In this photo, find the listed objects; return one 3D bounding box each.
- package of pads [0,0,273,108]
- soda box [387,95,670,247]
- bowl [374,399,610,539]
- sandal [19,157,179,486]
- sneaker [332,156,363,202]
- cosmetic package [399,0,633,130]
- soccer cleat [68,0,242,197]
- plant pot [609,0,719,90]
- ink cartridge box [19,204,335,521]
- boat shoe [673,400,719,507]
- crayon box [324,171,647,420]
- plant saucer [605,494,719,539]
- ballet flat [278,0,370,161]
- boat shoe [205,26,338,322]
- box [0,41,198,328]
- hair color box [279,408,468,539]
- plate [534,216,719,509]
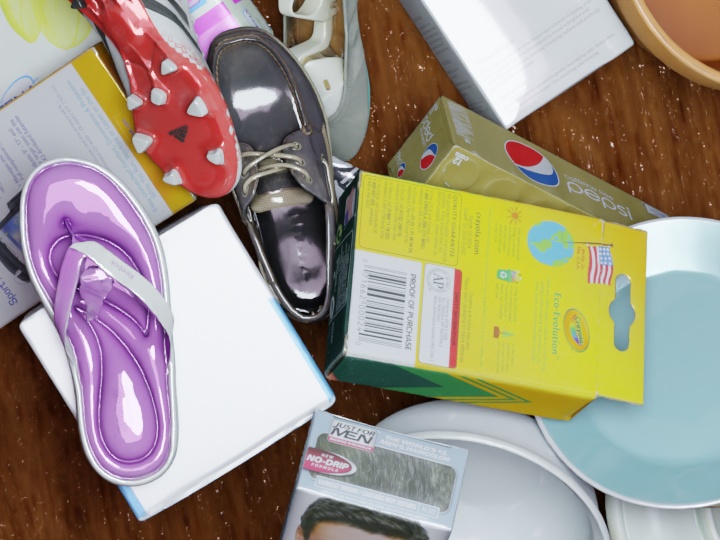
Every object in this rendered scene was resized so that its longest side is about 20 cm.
[{"bbox_3d":[-0.182,-0.162,1.716,0.200,0.068,0.155,-34,93,11],"label":"package of pads"},{"bbox_3d":[0.118,-0.036,1.738,0.200,0.064,0.068,26,118,-24],"label":"soda box"},{"bbox_3d":[0.074,0.151,1.740,0.201,0.201,0.090,23,43,-6],"label":"bowl"},{"bbox_3d":[-0.148,0.029,1.552,0.082,0.050,0.203,-17,93,-5],"label":"sandal"},{"bbox_3d":[0.000,0.000,1.757,0.200,0.075,0.115,29,84,-10],"label":"sneaker"},{"bbox_3d":[0.082,-0.204,1.766,0.113,0.081,0.200,-32,93,-6],"label":"cosmetic package"},{"bbox_3d":[-0.127,-0.140,1.637,0.069,0.085,0.200,-28,98,31],"label":"soccer cleat"},{"bbox_3d":[0.248,-0.211,1.749,0.200,0.140,0.201,1,86,-12],"label":"plant pot"},{"bbox_3d":[-0.120,0.054,1.681,0.146,0.200,0.147,-32,94,-4],"label":"ink cartridge box"},{"bbox_3d":[0.222,0.070,1.734,0.073,0.200,0.063,6,134,-8],"label":"boat shoe"},{"bbox_3d":[0.082,0.020,1.652,0.200,0.051,0.127,11,66,-14],"label":"crayon box"},{"bbox_3d":[0.252,0.178,1.743,0.200,0.050,0.201,24,50,-32],"label":"plant saucer"},{"bbox_3d":[-0.033,-0.162,1.730,0.067,0.064,0.200,17,118,33],"label":"ballet flat"},{"bbox_3d":[-0.047,-0.059,1.669,0.074,0.073,0.200,-19,106,1],"label":"boat shoe"},{"bbox_3d":[-0.217,-0.045,1.689,0.200,0.041,0.119,-32,97,13],"label":"box"},{"bbox_3d":[-0.001,0.172,1.647,0.099,0.200,0.061,15,56,0],"label":"hair color box"},{"bbox_3d":[0.207,0.061,1.682,0.200,0.026,0.201,-4,67,10],"label":"plate"}]
